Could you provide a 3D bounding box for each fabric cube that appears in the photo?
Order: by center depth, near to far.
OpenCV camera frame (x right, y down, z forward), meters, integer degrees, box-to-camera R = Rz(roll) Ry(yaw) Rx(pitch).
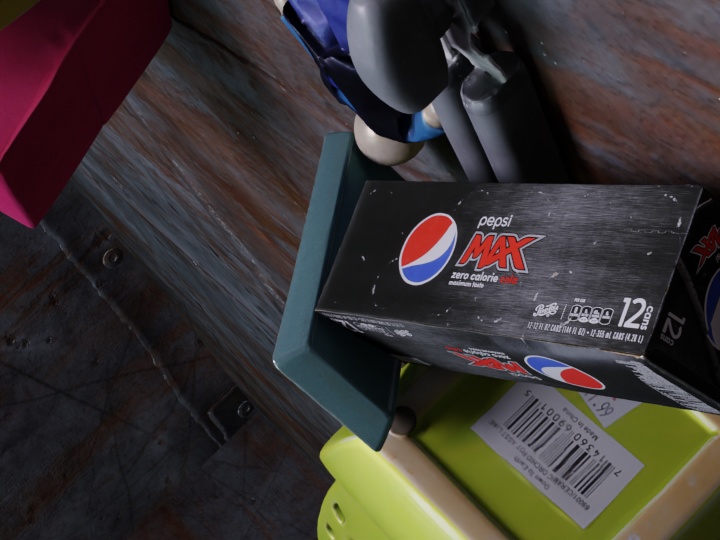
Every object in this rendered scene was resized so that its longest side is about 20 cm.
[{"bbox_3d":[-0.262,-0.177,1.001,0.195,0.201,0.199,32,170,1],"label":"fabric cube"}]

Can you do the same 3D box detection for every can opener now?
[{"bbox_3d":[0.042,-0.072,0.630,0.053,0.067,0.200,36,170,39],"label":"can opener"}]

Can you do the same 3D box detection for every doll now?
[{"bbox_3d":[-0.008,-0.113,0.709,0.136,0.049,0.200,39,173,32],"label":"doll"}]

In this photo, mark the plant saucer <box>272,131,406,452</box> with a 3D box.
[{"bbox_3d":[0.000,0.000,0.728,0.070,0.019,0.201,42,-149,-21],"label":"plant saucer"}]

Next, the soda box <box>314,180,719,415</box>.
[{"bbox_3d":[0.071,0.006,0.604,0.063,0.071,0.199,32,164,-35],"label":"soda box"}]

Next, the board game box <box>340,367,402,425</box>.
[{"bbox_3d":[0.107,0.140,0.991,0.199,0.057,0.165,35,168,-29],"label":"board game box"}]

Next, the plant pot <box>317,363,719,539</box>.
[{"bbox_3d":[0.100,0.118,0.752,0.200,0.199,0.182,43,163,24],"label":"plant pot"}]

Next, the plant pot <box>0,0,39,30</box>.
[{"bbox_3d":[-0.254,-0.256,0.812,0.200,0.200,0.177,46,161,6],"label":"plant pot"}]

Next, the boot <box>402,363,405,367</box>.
[{"bbox_3d":[0.041,0.099,1.277,0.175,0.066,0.200,50,168,-17],"label":"boot"}]
